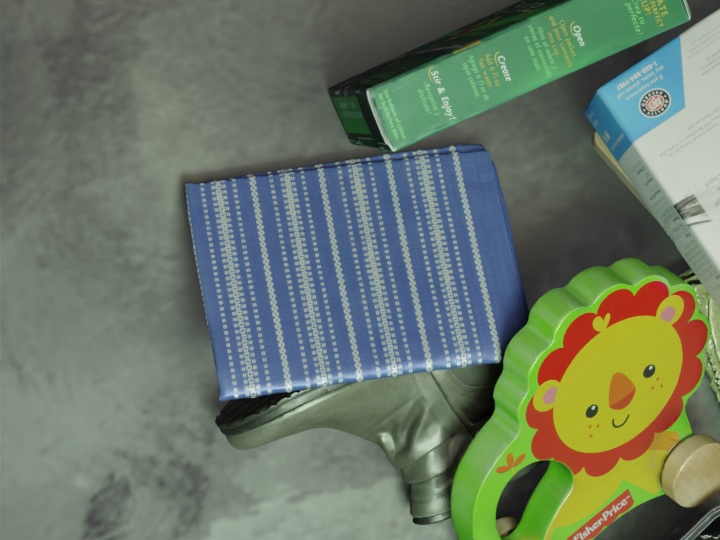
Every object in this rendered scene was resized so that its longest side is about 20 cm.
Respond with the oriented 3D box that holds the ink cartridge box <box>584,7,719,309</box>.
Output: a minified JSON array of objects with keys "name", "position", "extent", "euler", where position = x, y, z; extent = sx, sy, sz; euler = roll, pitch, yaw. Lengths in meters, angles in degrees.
[{"name":"ink cartridge box","position":[0.237,-0.049,1.402],"extent":[0.116,0.068,0.200],"euler":[-33,84,-6]}]

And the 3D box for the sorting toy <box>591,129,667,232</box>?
[{"name":"sorting toy","position":[0.278,-0.067,1.475],"extent":[0.199,0.070,0.200],"euler":[-41,86,-7]}]

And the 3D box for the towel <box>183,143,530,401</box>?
[{"name":"towel","position":[0.000,0.000,1.430],"extent":[0.199,0.024,0.145],"euler":[-8,67,-11]}]

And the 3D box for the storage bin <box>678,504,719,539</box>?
[{"name":"storage bin","position":[0.209,0.258,1.488],"extent":[0.200,0.094,0.135],"euler":[-43,79,-6]}]

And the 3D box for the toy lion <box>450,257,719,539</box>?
[{"name":"toy lion","position":[0.135,0.095,1.441],"extent":[0.200,0.069,0.192],"euler":[-38,132,-11]}]

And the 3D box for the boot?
[{"name":"boot","position":[0.021,0.103,1.460],"extent":[0.199,0.068,0.131],"euler":[-23,105,-12]}]

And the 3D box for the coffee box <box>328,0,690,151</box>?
[{"name":"coffee box","position":[0.086,-0.131,1.417],"extent":[0.199,0.123,0.044],"euler":[-24,99,-8]}]

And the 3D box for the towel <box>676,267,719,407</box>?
[{"name":"towel","position":[0.296,0.061,1.536],"extent":[0.148,0.036,0.201],"euler":[-26,101,-10]}]
